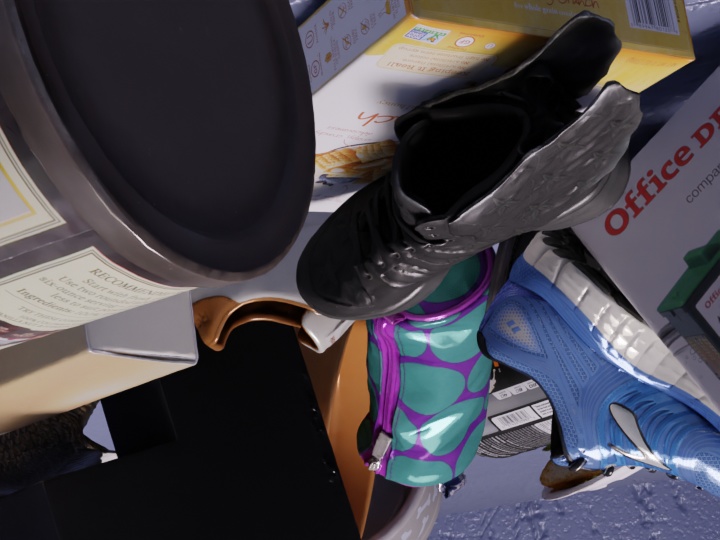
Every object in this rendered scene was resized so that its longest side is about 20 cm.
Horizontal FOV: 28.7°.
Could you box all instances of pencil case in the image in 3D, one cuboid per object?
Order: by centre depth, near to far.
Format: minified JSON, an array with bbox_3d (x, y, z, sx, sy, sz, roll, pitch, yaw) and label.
[{"bbox_3d":[0.039,0.058,0.889,0.092,0.085,0.201,-40,150,-28],"label":"pencil case"}]

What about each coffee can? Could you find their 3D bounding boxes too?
[{"bbox_3d":[-0.135,-0.043,0.430,0.199,0.148,0.146,-16,163,26],"label":"coffee can"}]

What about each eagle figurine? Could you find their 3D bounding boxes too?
[{"bbox_3d":[-0.240,0.115,0.941,0.150,0.200,0.153,25,136,21],"label":"eagle figurine"}]

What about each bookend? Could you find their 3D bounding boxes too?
[{"bbox_3d":[-0.123,0.105,0.790,0.199,0.200,0.092,-14,172,-39],"label":"bookend"}]

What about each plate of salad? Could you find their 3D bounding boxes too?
[{"bbox_3d":[0.209,0.100,1.036,0.199,0.048,0.200,-37,177,-2],"label":"plate of salad"}]

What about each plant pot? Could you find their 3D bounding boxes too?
[{"bbox_3d":[-0.070,0.114,0.982,0.139,0.202,0.200,5,167,10],"label":"plant pot"}]

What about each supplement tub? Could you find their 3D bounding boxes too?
[{"bbox_3d":[0.144,0.053,0.979,0.122,0.124,0.199,4,160,-38],"label":"supplement tub"}]

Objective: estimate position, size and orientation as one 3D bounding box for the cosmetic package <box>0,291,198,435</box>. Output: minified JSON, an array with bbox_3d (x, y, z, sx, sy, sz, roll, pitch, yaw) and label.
[{"bbox_3d":[-0.179,0.021,0.720,0.199,0.106,0.071,-23,159,36],"label":"cosmetic package"}]

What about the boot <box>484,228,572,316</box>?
[{"bbox_3d":[0.172,0.015,0.775,0.173,0.070,0.200,20,-155,25],"label":"boot"}]

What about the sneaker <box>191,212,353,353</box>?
[{"bbox_3d":[0.000,0.000,0.779,0.198,0.085,0.073,-13,164,-3],"label":"sneaker"}]

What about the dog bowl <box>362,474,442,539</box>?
[{"bbox_3d":[-0.032,0.150,1.100,0.198,0.202,0.059,-8,154,-4],"label":"dog bowl"}]

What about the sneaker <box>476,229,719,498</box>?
[{"bbox_3d":[0.141,0.069,0.707,0.089,0.200,0.079,-48,-174,22],"label":"sneaker"}]

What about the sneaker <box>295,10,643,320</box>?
[{"bbox_3d":[0.033,-0.035,0.577,0.199,0.061,0.104,-23,161,28],"label":"sneaker"}]

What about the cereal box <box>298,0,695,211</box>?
[{"bbox_3d":[0.025,-0.073,0.613,0.143,0.040,0.200,1,162,-31],"label":"cereal box"}]

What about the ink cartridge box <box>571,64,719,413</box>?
[{"bbox_3d":[0.210,0.004,0.625,0.146,0.200,0.084,-49,146,20],"label":"ink cartridge box"}]
